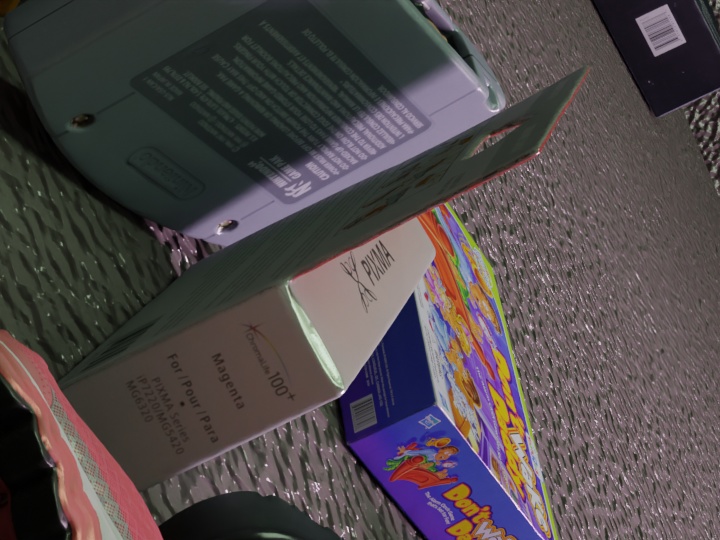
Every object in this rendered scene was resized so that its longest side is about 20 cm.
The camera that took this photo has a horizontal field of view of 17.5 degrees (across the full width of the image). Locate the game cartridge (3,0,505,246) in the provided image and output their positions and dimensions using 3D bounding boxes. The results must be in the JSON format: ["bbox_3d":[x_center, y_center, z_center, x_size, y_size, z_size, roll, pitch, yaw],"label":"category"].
[{"bbox_3d":[-0.038,-0.068,0.831,0.041,0.133,0.200,64,11,25],"label":"game cartridge"}]

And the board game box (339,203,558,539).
[{"bbox_3d":[0.031,0.036,1.091,0.135,0.045,0.201,53,19,-41],"label":"board game box"}]

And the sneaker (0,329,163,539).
[{"bbox_3d":[-0.061,0.099,0.588,0.201,0.073,0.087,65,13,1],"label":"sneaker"}]

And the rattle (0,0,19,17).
[{"bbox_3d":[-0.174,-0.201,0.771,0.200,0.143,0.130,31,1,-41],"label":"rattle"}]

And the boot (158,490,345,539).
[{"bbox_3d":[0.014,0.174,0.722,0.200,0.076,0.169,38,26,-48],"label":"boot"}]

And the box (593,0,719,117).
[{"bbox_3d":[0.331,-0.313,2.666,0.200,0.104,0.183,57,17,-29],"label":"box"}]

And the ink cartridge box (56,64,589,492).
[{"bbox_3d":[0.000,0.000,0.770,0.044,0.173,0.200,63,14,-6],"label":"ink cartridge box"}]
